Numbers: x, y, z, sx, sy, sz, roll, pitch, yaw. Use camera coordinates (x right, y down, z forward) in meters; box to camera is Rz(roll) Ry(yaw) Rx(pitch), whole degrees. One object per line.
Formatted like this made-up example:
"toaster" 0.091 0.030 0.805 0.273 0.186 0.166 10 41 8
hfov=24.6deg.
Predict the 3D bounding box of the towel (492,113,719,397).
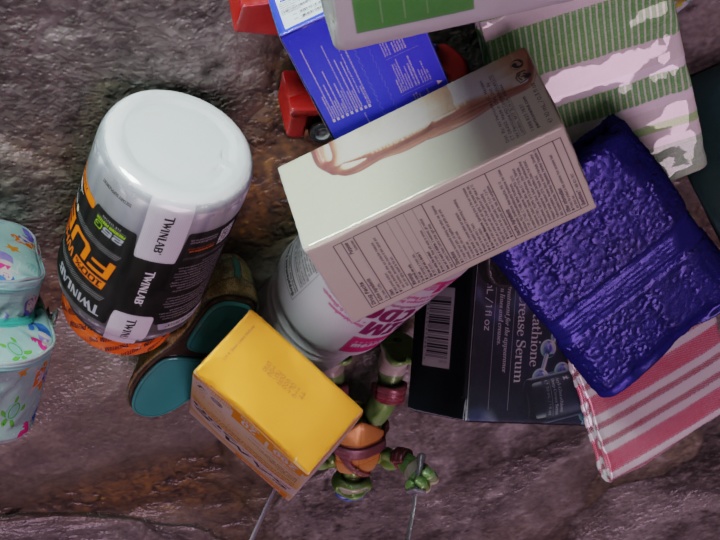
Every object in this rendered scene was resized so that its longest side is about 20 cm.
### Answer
"towel" 0.191 -0.010 1.278 0.147 0.050 0.200 -38 120 6

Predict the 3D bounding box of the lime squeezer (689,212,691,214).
"lime squeezer" 0.236 -0.065 1.390 0.070 0.038 0.200 -33 158 5

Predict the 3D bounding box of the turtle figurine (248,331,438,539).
"turtle figurine" -0.001 0.167 1.531 0.143 0.200 0.196 17 122 21

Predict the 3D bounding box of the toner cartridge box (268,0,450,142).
"toner cartridge box" 0.014 -0.133 1.182 0.094 0.043 0.201 -22 140 6

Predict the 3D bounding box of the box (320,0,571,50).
"box" 0.037 -0.276 0.958 0.169 0.201 0.200 -13 141 -2

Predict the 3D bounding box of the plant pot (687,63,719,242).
"plant pot" 0.344 -0.057 1.317 0.140 0.201 0.141 -24 141 14

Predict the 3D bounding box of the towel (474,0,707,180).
"towel" 0.172 -0.134 1.228 0.151 0.023 0.201 -19 126 3

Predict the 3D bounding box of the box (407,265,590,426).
"box" 0.154 0.055 1.417 0.198 0.150 0.107 4 179 -26

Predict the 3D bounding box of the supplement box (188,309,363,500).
"supplement box" -0.076 0.119 1.388 0.074 0.126 0.200 -48 175 -15

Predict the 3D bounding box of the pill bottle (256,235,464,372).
"pill bottle" 0.000 0.000 1.359 0.112 0.114 0.200 14 145 -29

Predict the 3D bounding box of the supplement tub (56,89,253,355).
"supplement tub" -0.165 -0.031 1.277 0.121 0.123 0.201 6 138 -21

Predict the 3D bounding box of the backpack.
"backpack" -0.322 0.043 1.269 0.176 0.200 0.152 10 118 -24

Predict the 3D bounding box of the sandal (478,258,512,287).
"sandal" 0.109 -0.086 1.290 0.075 0.045 0.202 -12 115 -36

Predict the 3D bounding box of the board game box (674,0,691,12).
"board game box" 0.150 -0.224 1.194 0.199 0.029 0.134 24 129 -37

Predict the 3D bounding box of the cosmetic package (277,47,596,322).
"cosmetic package" 0.055 -0.060 1.178 0.198 0.088 0.104 -25 141 5

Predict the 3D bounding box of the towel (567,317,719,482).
"towel" 0.233 0.058 1.376 0.145 0.030 0.202 -26 110 -20

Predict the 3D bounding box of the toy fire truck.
"toy fire truck" -0.004 -0.161 1.217 0.198 0.049 0.142 -1 139 -16

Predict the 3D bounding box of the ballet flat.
"ballet flat" -0.147 0.054 1.437 0.070 0.071 0.200 12 140 -28
